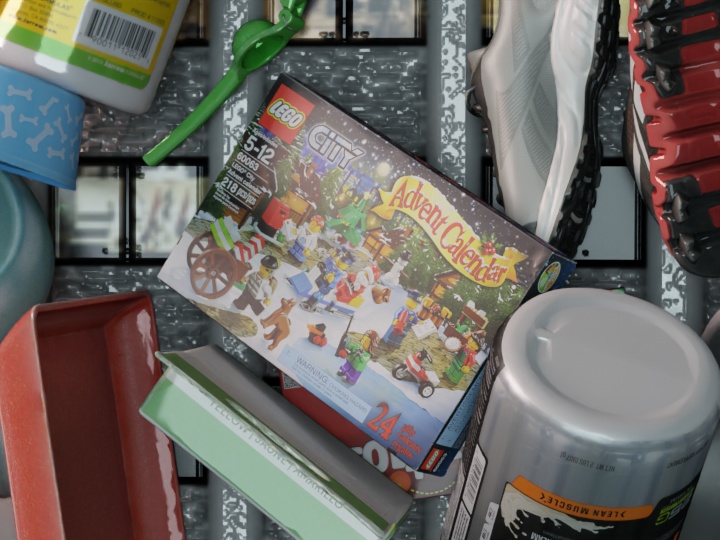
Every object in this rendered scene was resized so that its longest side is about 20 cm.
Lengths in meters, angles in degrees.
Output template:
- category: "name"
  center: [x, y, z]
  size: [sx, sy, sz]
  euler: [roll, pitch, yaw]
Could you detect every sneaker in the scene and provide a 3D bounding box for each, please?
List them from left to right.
- category: "sneaker"
  center: [0.094, -0.079, 1.315]
  size: [0.079, 0.074, 0.201]
  euler: [7, 86, 15]
- category: "sneaker"
  center: [0.174, -0.100, 1.282]
  size: [0.071, 0.098, 0.201]
  euler: [-10, 105, -7]

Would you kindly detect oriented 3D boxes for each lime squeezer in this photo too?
- category: "lime squeezer"
  center: [-0.066, -0.147, 1.338]
  size: [0.070, 0.038, 0.201]
  euler: [16, 93, 5]

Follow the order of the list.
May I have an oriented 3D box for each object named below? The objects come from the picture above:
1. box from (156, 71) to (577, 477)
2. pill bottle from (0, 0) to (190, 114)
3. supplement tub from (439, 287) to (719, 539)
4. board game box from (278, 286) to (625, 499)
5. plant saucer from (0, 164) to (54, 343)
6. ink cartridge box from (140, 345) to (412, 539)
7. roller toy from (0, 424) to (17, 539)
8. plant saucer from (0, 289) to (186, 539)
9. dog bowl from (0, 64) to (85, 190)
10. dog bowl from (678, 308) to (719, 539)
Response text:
- category: "box"
  center: [0.000, 0.000, 1.294]
  size: [0.200, 0.038, 0.137]
  euler: [35, 97, 27]
- category: "pill bottle"
  center: [-0.134, -0.196, 1.306]
  size: [0.111, 0.111, 0.201]
  euler: [21, 92, 4]
- category: "supplement tub"
  center: [0.110, 0.119, 1.250]
  size: [0.122, 0.123, 0.200]
  euler: [15, 129, 4]
- category: "board game box"
  center: [0.057, 0.074, 1.341]
  size: [0.199, 0.019, 0.103]
  euler: [-8, 91, 5]
- category: "plant saucer"
  center: [-0.263, -0.026, 1.290]
  size: [0.200, 0.200, 0.027]
  euler: [24, 133, 4]
- category: "ink cartridge box"
  center: [-0.047, 0.100, 1.233]
  size: [0.145, 0.200, 0.048]
  euler: [38, 94, 4]
- category: "roller toy"
  center: [-0.258, 0.135, 1.287]
  size: [0.182, 0.140, 0.201]
  euler: [11, 108, 38]
- category: "plant saucer"
  center: [-0.143, 0.115, 1.270]
  size: [0.037, 0.200, 0.200]
  euler: [-8, 90, 13]
- category: "dog bowl"
  center: [-0.239, -0.098, 1.268]
  size: [0.199, 0.111, 0.050]
  euler: [19, 88, -2]
- category: "dog bowl"
  center: [0.203, 0.108, 1.235]
  size: [0.058, 0.200, 0.201]
  euler: [10, 92, -3]
